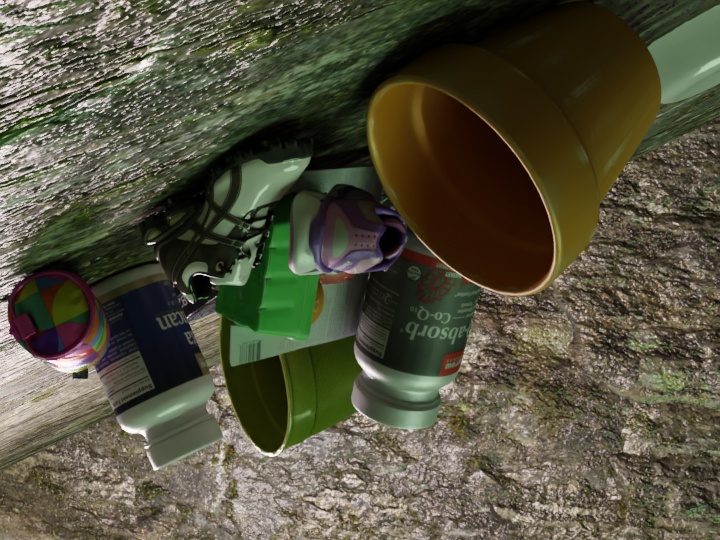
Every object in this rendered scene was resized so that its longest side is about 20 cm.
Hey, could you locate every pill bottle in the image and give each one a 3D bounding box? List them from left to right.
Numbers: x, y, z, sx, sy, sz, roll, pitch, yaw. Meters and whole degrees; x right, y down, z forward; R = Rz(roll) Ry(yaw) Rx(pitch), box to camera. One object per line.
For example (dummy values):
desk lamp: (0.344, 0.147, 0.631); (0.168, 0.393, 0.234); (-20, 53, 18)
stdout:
pill bottle: (-0.223, 0.105, 1.273); (0.110, 0.202, 0.111); (-24, 176, -2)
pill bottle: (0.057, 0.052, 1.227); (0.114, 0.202, 0.116); (12, -162, -4)

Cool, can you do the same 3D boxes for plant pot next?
plant pot: (-0.049, 0.104, 1.467); (0.191, 0.203, 0.200); (-13, 170, -28)
plant pot: (0.136, -0.115, 0.945); (0.183, 0.201, 0.200); (-40, -178, -24)

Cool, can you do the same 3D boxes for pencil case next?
pencil case: (-0.284, 0.053, 1.128); (0.088, 0.089, 0.200); (-24, 174, -12)

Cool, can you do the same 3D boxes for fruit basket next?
fruit basket: (-0.054, -0.012, 1.162); (0.093, 0.187, 0.199); (19, -162, 29)

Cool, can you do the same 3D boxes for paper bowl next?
paper bowl: (0.301, -0.221, 1.041); (0.199, 0.105, 0.201); (-24, 174, -3)

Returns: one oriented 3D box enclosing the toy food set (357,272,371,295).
toy food set: (0.000, 0.000, 1.336); (0.198, 0.061, 0.143); (-14, 176, -26)

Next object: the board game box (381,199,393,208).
board game box: (-0.012, -0.030, 1.575); (0.200, 0.026, 0.200); (-46, -173, -34)

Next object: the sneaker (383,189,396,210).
sneaker: (0.121, -0.105, 1.300); (0.199, 0.117, 0.073); (-28, 172, 27)

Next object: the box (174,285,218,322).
box: (-0.144, 0.005, 1.524); (0.199, 0.050, 0.161); (-22, 175, -44)

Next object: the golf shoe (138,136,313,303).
golf shoe: (-0.097, -0.041, 0.991); (0.199, 0.095, 0.077); (-31, 171, 41)

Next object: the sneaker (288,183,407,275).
sneaker: (0.002, -0.032, 1.034); (0.087, 0.082, 0.200); (3, -173, 12)
